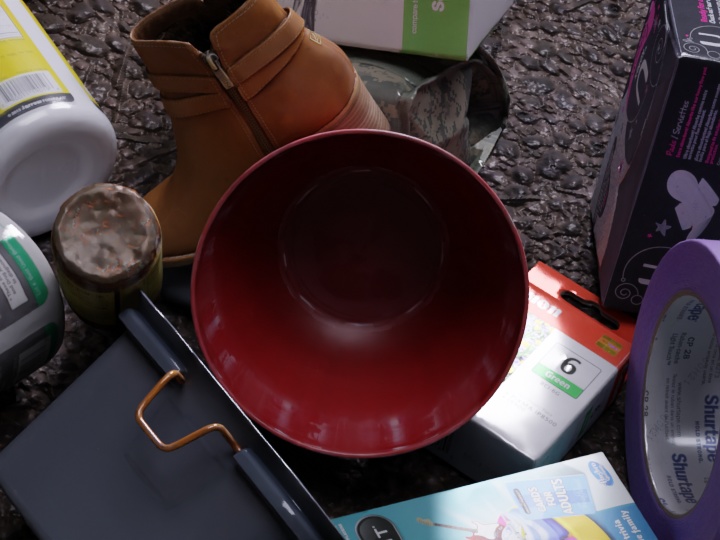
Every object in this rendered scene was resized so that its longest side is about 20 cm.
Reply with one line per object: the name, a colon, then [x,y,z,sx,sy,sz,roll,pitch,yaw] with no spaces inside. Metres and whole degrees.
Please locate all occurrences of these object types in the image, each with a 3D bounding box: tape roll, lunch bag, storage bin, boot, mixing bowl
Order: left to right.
storage bin: [-0.109,0.131,1.330,0.134,0.146,0.200,-40,61,-6]
boot: [-0.097,-0.090,1.459,0.199,0.155,0.077,-23,46,23]
lunch bag: [-0.003,-0.113,1.613,0.163,0.118,0.200,15,23,20]
mixing bowl: [0.000,0.000,1.433,0.199,0.201,0.108,13,17,-3]
tape roll: [0.222,0.083,1.439,0.065,0.201,0.201,4,45,-12]

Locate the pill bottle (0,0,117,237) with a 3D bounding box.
pill bottle: [-0.252,-0.124,1.572,0.112,0.112,0.200,-17,53,-30]

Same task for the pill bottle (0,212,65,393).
pill bottle: [-0.279,0.050,1.389,0.113,0.113,0.200,37,47,21]

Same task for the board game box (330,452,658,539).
board game box: [0.089,0.196,1.398,0.199,0.047,0.151,-11,50,-26]

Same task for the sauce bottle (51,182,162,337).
sauce bottle: [-0.151,0.001,1.421,0.066,0.200,0.066,1,77,-6]

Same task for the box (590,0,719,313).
box: [0.232,-0.082,1.598,0.114,0.201,0.132,10,34,-7]

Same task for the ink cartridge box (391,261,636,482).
ink cartridge box: [0.113,0.055,1.543,0.109,0.050,0.200,32,47,17]

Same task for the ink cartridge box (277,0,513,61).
ink cartridge box: [-0.006,-0.209,1.578,0.199,0.084,0.146,9,25,13]

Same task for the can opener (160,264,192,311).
can opener: [-0.030,0.009,1.541,0.199,0.053,0.067,9,76,7]
